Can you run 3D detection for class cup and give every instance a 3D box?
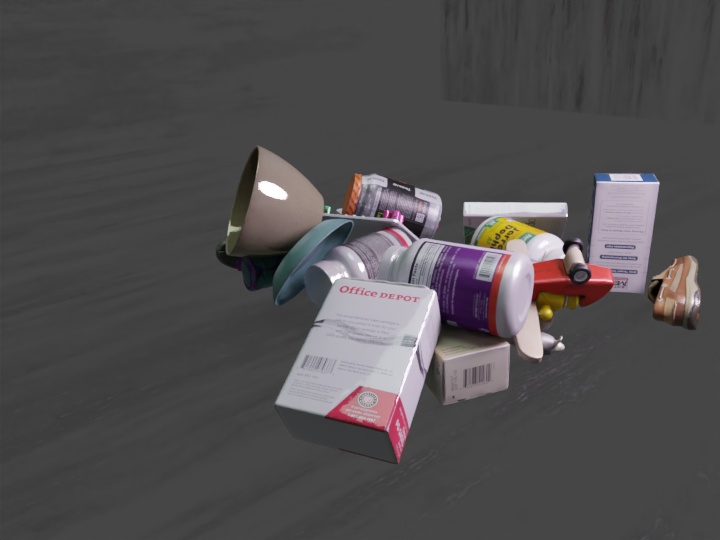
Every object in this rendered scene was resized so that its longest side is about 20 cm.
[{"bbox_3d":[-0.150,-0.109,1.093,0.142,0.202,0.200,15,16,-21],"label":"cup"}]

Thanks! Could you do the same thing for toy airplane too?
[{"bbox_3d":[0.251,0.041,0.908,0.200,0.142,0.198,-39,40,-20],"label":"toy airplane"}]

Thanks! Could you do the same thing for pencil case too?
[{"bbox_3d":[-0.139,-0.023,1.187,0.198,0.086,0.092,-16,26,-26],"label":"pencil case"}]

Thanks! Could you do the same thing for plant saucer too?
[{"bbox_3d":[-0.092,-0.023,1.055,0.036,0.200,0.200,42,36,8],"label":"plant saucer"}]

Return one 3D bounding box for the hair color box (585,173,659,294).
[{"bbox_3d":[0.451,-0.064,1.045,0.099,0.202,0.061,4,24,16],"label":"hair color box"}]

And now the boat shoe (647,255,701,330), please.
[{"bbox_3d":[0.513,0.028,0.985,0.073,0.077,0.200,4,23,25],"label":"boat shoe"}]

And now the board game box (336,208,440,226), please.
[{"bbox_3d":[0.064,-0.127,1.467,0.198,0.026,0.200,-11,23,-18],"label":"board game box"}]

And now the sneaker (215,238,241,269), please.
[{"bbox_3d":[-0.238,-0.056,1.298,0.198,0.077,0.114,-19,25,-40],"label":"sneaker"}]

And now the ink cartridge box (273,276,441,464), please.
[{"bbox_3d":[0.005,0.114,0.740,0.144,0.084,0.201,6,50,24],"label":"ink cartridge box"}]

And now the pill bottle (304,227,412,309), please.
[{"bbox_3d":[0.000,0.000,1.075,0.110,0.112,0.199,18,31,42],"label":"pill bottle"}]

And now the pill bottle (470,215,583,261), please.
[{"bbox_3d":[0.299,-0.022,1.082,0.112,0.114,0.200,-14,25,-24],"label":"pill bottle"}]

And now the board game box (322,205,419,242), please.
[{"bbox_3d":[0.030,-0.082,1.219,0.198,0.026,0.200,8,-13,31],"label":"board game box"}]

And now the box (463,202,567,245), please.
[{"bbox_3d":[0.308,-0.086,1.218,0.197,0.145,0.037,3,64,12],"label":"box"}]

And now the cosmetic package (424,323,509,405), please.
[{"bbox_3d":[0.120,0.102,0.866,0.102,0.074,0.200,-10,24,-16],"label":"cosmetic package"}]

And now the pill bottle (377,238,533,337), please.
[{"bbox_3d":[0.128,0.019,0.821,0.198,0.114,0.112,11,26,30],"label":"pill bottle"}]

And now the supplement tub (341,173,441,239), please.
[{"bbox_3d":[0.066,-0.135,1.302,0.198,0.124,0.123,16,20,-11],"label":"supplement tub"}]
